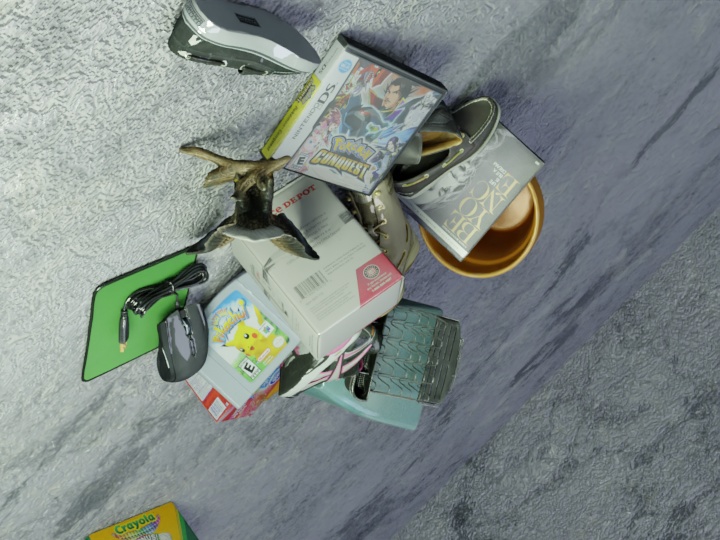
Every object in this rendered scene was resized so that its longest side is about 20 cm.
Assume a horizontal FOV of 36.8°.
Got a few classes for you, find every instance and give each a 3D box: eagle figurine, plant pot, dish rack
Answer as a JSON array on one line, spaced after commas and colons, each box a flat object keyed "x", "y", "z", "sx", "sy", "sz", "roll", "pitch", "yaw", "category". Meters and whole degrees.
[{"x": -0.127, "y": -0.065, "z": 1.294, "sx": 0.150, "sy": 0.151, "sz": 0.201, "roll": -39, "pitch": 156, "yaw": -27, "category": "eagle figurine"}, {"x": 0.212, "y": -0.108, "z": 1.757, "sx": 0.201, "sy": 0.200, "sz": 0.183, "roll": -52, "pitch": 171, "yaw": 24, "category": "plant pot"}, {"x": -0.021, "y": 0.124, "z": 1.700, "sx": 0.198, "sy": 0.194, "sz": 0.200, "roll": 14, "pitch": 90, "yaw": -46, "category": "plant pot"}, {"x": 0.073, "y": 0.127, "z": 1.619, "sx": 0.197, "sy": 0.054, "sz": 0.156, "roll": 14, "pitch": 90, "yaw": -30, "category": "dish rack"}]

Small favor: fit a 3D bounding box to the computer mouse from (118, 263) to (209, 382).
[{"x": -0.255, "y": 0.094, "z": 1.433, "sx": 0.139, "sy": 0.046, "sz": 0.202, "roll": -25, "pitch": 140, "yaw": -37, "category": "computer mouse"}]

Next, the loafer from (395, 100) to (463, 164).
[{"x": 0.061, "y": -0.180, "z": 1.499, "sx": 0.198, "sy": 0.072, "sz": 0.073, "roll": -29, "pitch": 156, "yaw": -30, "category": "loafer"}]

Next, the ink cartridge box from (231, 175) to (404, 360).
[{"x": -0.059, "y": -0.009, "z": 1.433, "sx": 0.145, "sy": 0.201, "sz": 0.083, "roll": -33, "pitch": 159, "yaw": -20, "category": "ink cartridge box"}]

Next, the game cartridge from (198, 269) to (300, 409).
[{"x": -0.161, "y": 0.086, "z": 1.522, "sx": 0.200, "sy": 0.133, "sz": 0.040, "roll": -48, "pitch": -179, "yaw": 21, "category": "game cartridge"}]

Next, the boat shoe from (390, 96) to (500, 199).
[{"x": 0.124, "y": -0.185, "z": 1.597, "sx": 0.201, "sy": 0.072, "sz": 0.061, "roll": -43, "pitch": 162, "yaw": 5, "category": "boat shoe"}]

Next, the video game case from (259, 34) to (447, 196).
[{"x": -0.006, "y": -0.189, "z": 1.369, "sx": 0.198, "sy": 0.026, "sz": 0.182, "roll": 13, "pitch": 122, "yaw": -47, "category": "video game case"}]

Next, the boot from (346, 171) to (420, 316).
[{"x": 0.019, "y": -0.043, "z": 1.528, "sx": 0.201, "sy": 0.072, "sz": 0.157, "roll": -61, "pitch": 139, "yaw": -45, "category": "boot"}]

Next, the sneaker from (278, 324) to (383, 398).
[{"x": -0.042, "y": 0.131, "z": 1.523, "sx": 0.085, "sy": 0.082, "sz": 0.199, "roll": 24, "pitch": 140, "yaw": -28, "category": "sneaker"}]

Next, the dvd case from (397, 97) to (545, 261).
[{"x": 0.162, "y": -0.137, "z": 1.651, "sx": 0.201, "sy": 0.148, "sz": 0.016, "roll": -50, "pitch": 174, "yaw": 19, "category": "dvd case"}]

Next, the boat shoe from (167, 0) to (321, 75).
[{"x": -0.119, "y": -0.233, "z": 1.118, "sx": 0.057, "sy": 0.069, "sz": 0.199, "roll": -43, "pitch": 154, "yaw": 25, "category": "boat shoe"}]

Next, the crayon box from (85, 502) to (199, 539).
[{"x": -0.382, "y": 0.497, "z": 1.903, "sx": 0.199, "sy": 0.119, "sz": 0.059, "roll": -12, "pitch": 144, "yaw": -52, "category": "crayon box"}]

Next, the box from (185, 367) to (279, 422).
[{"x": -0.163, "y": 0.119, "z": 1.618, "sx": 0.201, "sy": 0.100, "sz": 0.095, "roll": -52, "pitch": 157, "yaw": 21, "category": "box"}]

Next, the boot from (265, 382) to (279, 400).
[{"x": -0.125, "y": 0.137, "z": 1.776, "sx": 0.145, "sy": 0.071, "sz": 0.201, "roll": -54, "pitch": 160, "yaw": 11, "category": "boot"}]

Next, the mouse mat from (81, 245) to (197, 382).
[{"x": -0.290, "y": 0.058, "z": 1.418, "sx": 0.160, "sy": 0.008, "sz": 0.201, "roll": -26, "pitch": 153, "yaw": -37, "category": "mouse mat"}]
